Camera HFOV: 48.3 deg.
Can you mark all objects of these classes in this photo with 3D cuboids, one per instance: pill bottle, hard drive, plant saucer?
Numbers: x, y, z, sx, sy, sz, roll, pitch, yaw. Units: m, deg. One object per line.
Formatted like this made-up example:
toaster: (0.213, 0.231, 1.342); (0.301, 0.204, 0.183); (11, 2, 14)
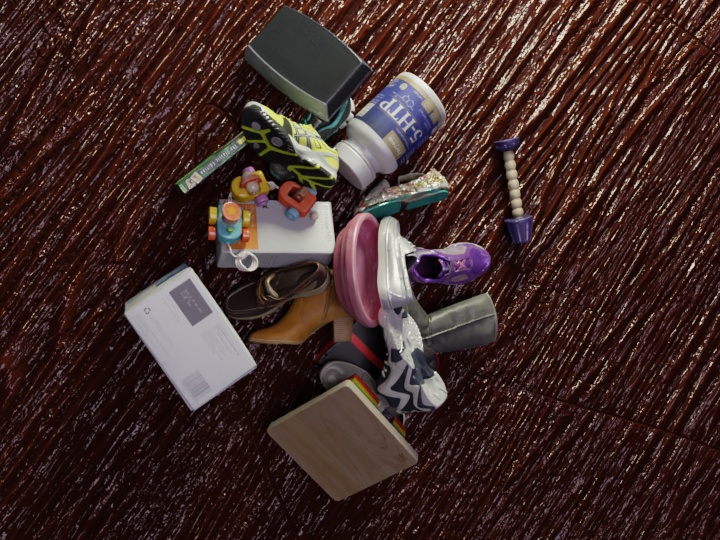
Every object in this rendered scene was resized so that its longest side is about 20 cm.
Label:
pill bottle: (0.044, -0.244, 1.431); (0.200, 0.120, 0.120); (-45, 106, -8)
hard drive: (-0.093, -0.359, 1.368); (0.200, 0.042, 0.135); (39, 83, 15)
plant saucer: (0.000, 0.000, 1.420); (0.050, 0.200, 0.203); (-3, 98, 18)

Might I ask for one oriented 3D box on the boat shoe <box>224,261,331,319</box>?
boat shoe: (-0.152, 0.029, 1.392); (0.198, 0.072, 0.073); (-16, 69, 10)

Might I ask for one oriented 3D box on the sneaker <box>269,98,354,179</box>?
sneaker: (-0.088, -0.245, 1.400); (0.077, 0.091, 0.200); (40, 82, -1)

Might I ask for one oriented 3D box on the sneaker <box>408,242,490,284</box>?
sneaker: (0.160, -0.008, 1.508); (0.198, 0.088, 0.081); (-3, 95, -18)

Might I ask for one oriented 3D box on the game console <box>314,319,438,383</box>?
game console: (0.037, 0.171, 1.522); (0.177, 0.031, 0.200); (-46, 106, -3)

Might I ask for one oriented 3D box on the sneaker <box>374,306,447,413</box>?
sneaker: (0.058, 0.167, 1.430); (0.079, 0.129, 0.200); (-35, 94, -50)

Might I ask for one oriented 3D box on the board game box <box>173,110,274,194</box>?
board game box: (-0.229, -0.199, 1.358); (0.200, 0.105, 0.024); (-40, 108, -9)

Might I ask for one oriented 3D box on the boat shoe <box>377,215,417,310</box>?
boat shoe: (0.067, -0.019, 1.421); (0.068, 0.201, 0.072); (-6, 133, 10)

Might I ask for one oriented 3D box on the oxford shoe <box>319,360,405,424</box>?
oxford shoe: (0.010, 0.235, 1.481); (0.200, 0.058, 0.075); (40, 89, -15)

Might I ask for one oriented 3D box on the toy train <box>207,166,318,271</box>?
toy train: (-0.162, -0.101, 1.335); (0.150, 0.056, 0.200); (39, 61, 3)

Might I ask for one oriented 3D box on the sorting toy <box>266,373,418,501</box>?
sorting toy: (-0.028, 0.294, 1.449); (0.198, 0.070, 0.200); (-32, 109, 27)

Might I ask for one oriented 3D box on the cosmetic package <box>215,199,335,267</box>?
cosmetic package: (-0.149, -0.063, 1.396); (0.198, 0.071, 0.102); (-1, 70, -18)

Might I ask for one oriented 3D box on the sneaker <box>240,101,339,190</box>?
sneaker: (-0.116, -0.214, 1.327); (0.200, 0.075, 0.077); (39, 50, -33)

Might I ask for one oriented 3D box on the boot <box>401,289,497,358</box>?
boot: (0.158, 0.079, 1.498); (0.198, 0.073, 0.183); (-15, 113, -15)

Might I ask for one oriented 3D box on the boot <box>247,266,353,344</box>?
boot: (-0.106, 0.060, 1.450); (0.199, 0.071, 0.146); (-2, 87, -14)

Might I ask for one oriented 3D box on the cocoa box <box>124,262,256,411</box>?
cocoa box: (-0.289, 0.107, 1.356); (0.133, 0.131, 0.201); (-35, 104, -11)

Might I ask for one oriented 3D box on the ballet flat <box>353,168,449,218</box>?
ballet flat: (0.069, -0.141, 1.486); (0.198, 0.076, 0.064); (-15, 69, -20)

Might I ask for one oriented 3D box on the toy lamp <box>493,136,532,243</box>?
toy lamp: (0.296, -0.153, 1.553); (0.058, 0.058, 0.202); (-14, 97, -15)
